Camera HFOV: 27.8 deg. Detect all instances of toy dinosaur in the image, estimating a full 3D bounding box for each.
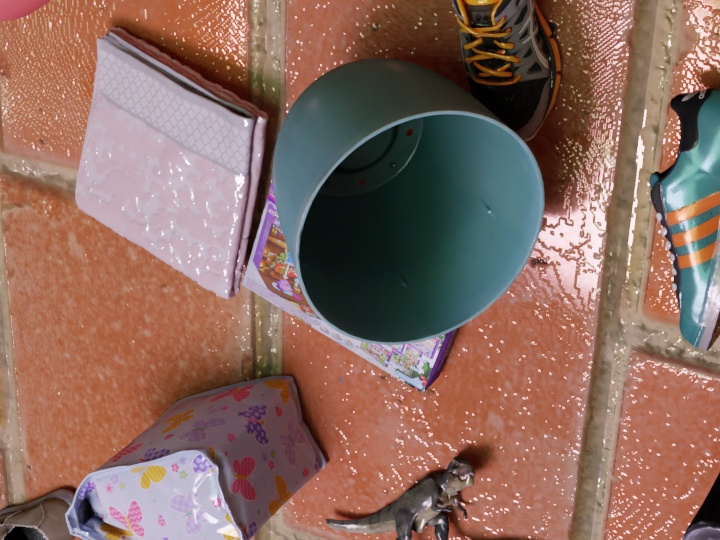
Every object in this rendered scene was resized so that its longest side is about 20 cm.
[{"bbox_3d":[0.053,0.239,1.354,0.199,0.047,0.089,-32,72,37],"label":"toy dinosaur"}]

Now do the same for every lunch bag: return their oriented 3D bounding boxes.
[{"bbox_3d":[-0.160,0.195,1.381,0.198,0.169,0.128,-13,104,30],"label":"lunch bag"}]

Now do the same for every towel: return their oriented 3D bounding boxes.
[{"bbox_3d":[-0.176,-0.096,1.320,0.199,0.032,0.193,31,125,26],"label":"towel"}]

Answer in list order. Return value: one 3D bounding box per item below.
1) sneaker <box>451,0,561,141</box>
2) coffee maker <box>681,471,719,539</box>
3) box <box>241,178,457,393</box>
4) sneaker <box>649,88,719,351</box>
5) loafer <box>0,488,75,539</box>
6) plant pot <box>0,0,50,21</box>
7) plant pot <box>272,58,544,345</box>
[{"bbox_3d":[0.101,-0.190,1.105,0.077,0.077,0.202,2,115,27],"label":"sneaker"},{"bbox_3d":[0.309,0.178,1.084,0.133,0.200,0.194,-11,107,32],"label":"coffee maker"},{"bbox_3d":[0.000,0.000,1.277,0.199,0.039,0.138,30,125,15],"label":"box"},{"bbox_3d":[0.256,-0.040,1.097,0.079,0.071,0.202,17,115,27],"label":"sneaker"},{"bbox_3d":[-0.384,0.304,1.623,0.199,0.070,0.076,-35,93,37],"label":"loafer"},{"bbox_3d":[-0.286,-0.313,1.210,0.201,0.200,0.177,54,136,-3],"label":"plant pot"},{"bbox_3d":[0.021,-0.072,1.132,0.161,0.198,0.202,-120,36,-50],"label":"plant pot"}]
